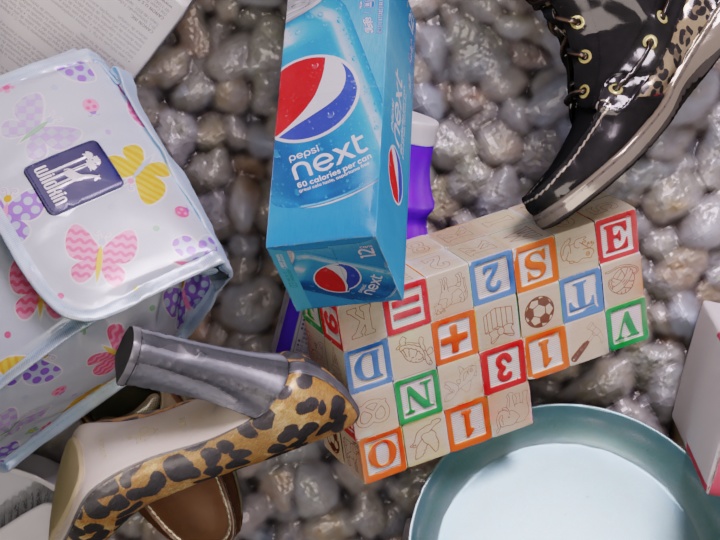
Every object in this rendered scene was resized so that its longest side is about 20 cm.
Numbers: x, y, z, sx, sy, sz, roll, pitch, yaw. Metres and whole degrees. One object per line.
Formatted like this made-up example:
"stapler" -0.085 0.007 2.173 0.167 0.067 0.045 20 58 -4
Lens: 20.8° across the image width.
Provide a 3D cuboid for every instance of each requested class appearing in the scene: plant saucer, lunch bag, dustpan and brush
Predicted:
"plant saucer" 0.125 0.175 1.154 0.199 0.027 0.201 3 61 -5
"lunch bag" -0.189 -0.012 1.107 0.200 0.127 0.170 -34 70 9
"dustpan and brush" -0.191 0.150 1.206 0.200 0.057 0.140 -34 103 21

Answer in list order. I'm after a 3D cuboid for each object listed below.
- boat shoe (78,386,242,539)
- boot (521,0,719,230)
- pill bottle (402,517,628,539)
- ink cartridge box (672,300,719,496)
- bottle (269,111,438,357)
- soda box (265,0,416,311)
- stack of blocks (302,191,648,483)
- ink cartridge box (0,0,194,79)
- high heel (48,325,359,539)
"boat shoe" -0.140 0.091 1.208 0.075 0.074 0.201 -30 101 4
"boot" 0.123 -0.138 1.139 0.150 0.073 0.200 41 79 -6
"pill bottle" 0.123 0.205 1.215 0.199 0.111 0.112 7 103 -2
"ink cartridge box" 0.301 0.093 1.171 0.199 0.147 0.083 12 104 -2
"bottle" 0.000 0.000 1.191 0.083 0.065 0.201 11 103 -12
"soda box" -0.009 -0.081 1.106 0.064 0.201 0.068 -6 146 13
"stack of blocks" 0.070 0.035 1.162 0.199 0.059 0.116 -18 115 -20
"ink cartridge box" -0.215 -0.145 1.180 0.161 0.050 0.200 38 119 -8
"high heel" -0.094 0.117 1.116 0.142 0.072 0.200 14 132 -20
